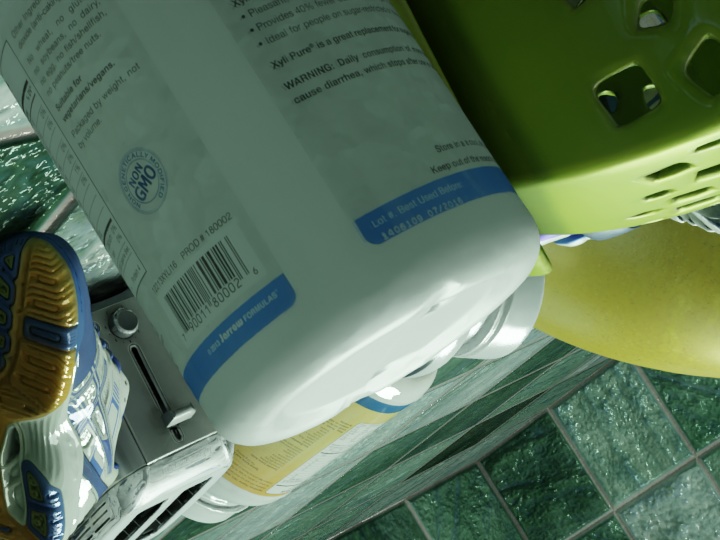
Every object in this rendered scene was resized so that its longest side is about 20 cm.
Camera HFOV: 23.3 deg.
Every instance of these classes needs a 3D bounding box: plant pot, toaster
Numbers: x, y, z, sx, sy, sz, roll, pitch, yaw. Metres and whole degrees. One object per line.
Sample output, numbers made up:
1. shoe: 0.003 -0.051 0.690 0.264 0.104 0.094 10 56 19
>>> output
1. plant pot: 0.212 -0.014 1.097 0.200 0.142 0.200 -49 162 -22
2. plant pot: 0.088 -0.109 0.751 0.181 0.200 0.200 -28 169 6
3. toaster: -0.167 0.106 1.104 0.113 0.129 0.200 -21 164 -41

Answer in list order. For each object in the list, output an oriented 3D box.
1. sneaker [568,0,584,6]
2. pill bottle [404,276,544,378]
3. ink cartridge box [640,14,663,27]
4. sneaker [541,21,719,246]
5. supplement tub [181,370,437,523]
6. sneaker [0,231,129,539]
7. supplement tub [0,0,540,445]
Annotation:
1. sneaker: 0.167 -0.179 0.905 0.200 0.096 0.079 -39 165 22
2. pill bottle: 0.000 0.000 0.979 0.199 0.120 0.120 7 145 -35
3. ink cartridge box: 0.132 -0.126 1.090 0.115 0.068 0.200 -36 168 16
4. sneaker: 0.150 -0.041 0.925 0.146 0.081 0.200 -41 -150 14
5. supplement tub: -0.060 0.073 1.214 0.200 0.145 0.145 -38 167 25
6. sneaker: -0.168 0.055 0.947 0.088 0.075 0.201 -43 149 -50
7. supplement tub: -0.041 -0.053 0.608 0.132 0.200 0.132 -30 168 -7
